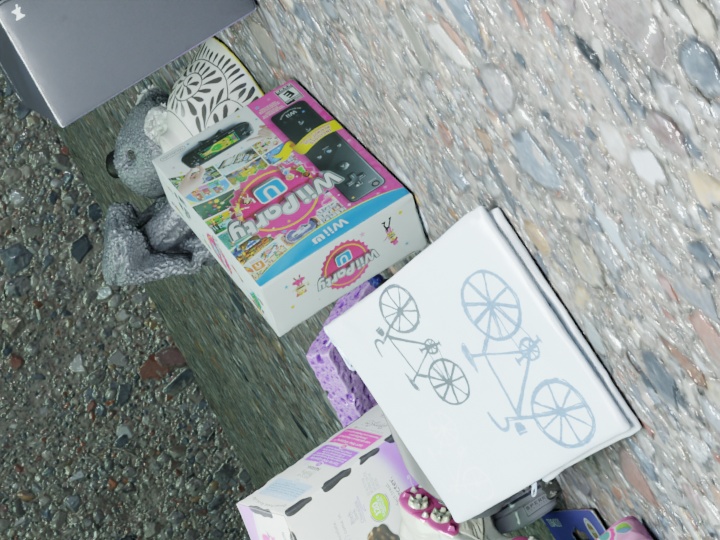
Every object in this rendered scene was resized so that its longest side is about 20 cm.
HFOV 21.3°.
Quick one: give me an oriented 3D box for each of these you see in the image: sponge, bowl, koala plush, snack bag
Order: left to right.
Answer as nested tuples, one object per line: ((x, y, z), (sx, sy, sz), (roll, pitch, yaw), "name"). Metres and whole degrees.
((-0.218, -0.106, 2.182), (0.177, 0.182, 0.202), (-119, 20, -76), "koala plush")
((-0.135, -0.118, 1.864), (0.201, 0.094, 0.201), (54, 168, 17), "bowl")
((0.019, 0.119, 1.819), (0.030, 0.112, 0.201), (-5, 126, 33), "sponge")
((0.082, 0.075, 1.366), (0.200, 0.021, 0.189), (-38, 85, 43), "snack bag")

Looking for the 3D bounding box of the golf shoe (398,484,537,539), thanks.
((0.103, 0.249, 1.517), (0.200, 0.075, 0.092), (37, 128, 41), "golf shoe")

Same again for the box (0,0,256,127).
((-0.221, -0.230, 1.650), (0.124, 0.199, 0.198), (61, 169, -18), "box")

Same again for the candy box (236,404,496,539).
((0.013, 0.221, 1.608), (0.071, 0.199, 0.169), (5, 121, 50), "candy box")

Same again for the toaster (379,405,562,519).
((0.081, 0.104, 1.491), (0.130, 0.113, 0.200), (63, 169, -17), "toaster")

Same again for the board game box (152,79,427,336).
((-0.060, -0.056, 1.569), (0.200, 0.147, 0.065), (47, 163, 42), "board game box")

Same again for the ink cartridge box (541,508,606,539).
((0.215, 0.299, 1.629), (0.201, 0.043, 0.196), (56, 169, 3), "ink cartridge box")

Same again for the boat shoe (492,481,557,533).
((0.122, 0.202, 1.717), (0.067, 0.073, 0.200), (60, 157, 7), "boat shoe")

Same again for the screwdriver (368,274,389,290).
((0.000, 0.000, 1.751), (0.200, 0.029, 0.028), (38, 158, 47), "screwdriver")

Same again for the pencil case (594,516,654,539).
((0.227, 0.273, 1.389), (0.200, 0.087, 0.088), (48, 166, 36), "pencil case")
